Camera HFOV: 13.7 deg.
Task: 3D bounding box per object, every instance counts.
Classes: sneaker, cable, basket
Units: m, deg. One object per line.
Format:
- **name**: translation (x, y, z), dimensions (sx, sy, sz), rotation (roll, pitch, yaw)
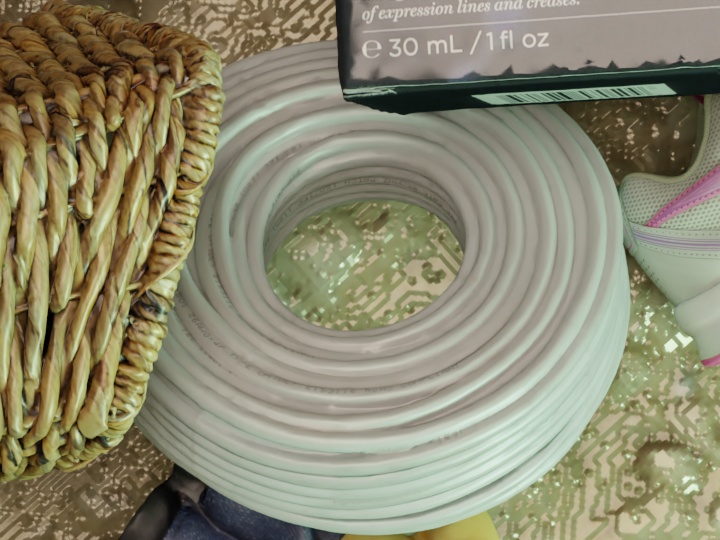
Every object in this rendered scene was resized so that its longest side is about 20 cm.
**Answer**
- **sneaker**: translation (0.171, -0.062, 1.131), dimensions (0.088, 0.081, 0.200), rotation (42, 86, 5)
- **cable**: translation (0.000, 0.000, 1.105), dimensions (0.200, 0.069, 0.200), rotation (37, 65, 25)
- **basket**: translation (-0.124, -0.003, 1.063), dimensions (0.149, 0.200, 0.143), rotation (-20, 105, -19)

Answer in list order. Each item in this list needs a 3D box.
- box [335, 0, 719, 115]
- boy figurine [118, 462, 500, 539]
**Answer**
- **box**: translation (0.069, -0.160, 1.041), dimensions (0.148, 0.107, 0.201), rotation (-4, 88, 12)
- **boy figurine**: translation (0.010, 0.130, 1.125), dimensions (0.200, 0.064, 0.125), rotation (34, 85, 5)
